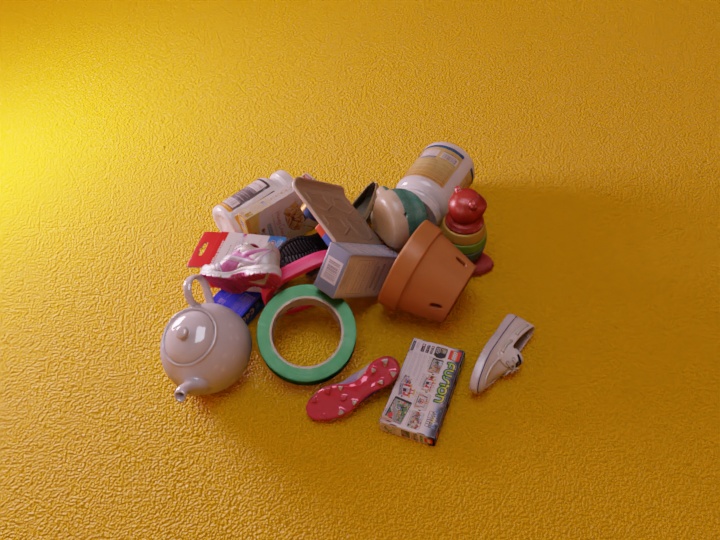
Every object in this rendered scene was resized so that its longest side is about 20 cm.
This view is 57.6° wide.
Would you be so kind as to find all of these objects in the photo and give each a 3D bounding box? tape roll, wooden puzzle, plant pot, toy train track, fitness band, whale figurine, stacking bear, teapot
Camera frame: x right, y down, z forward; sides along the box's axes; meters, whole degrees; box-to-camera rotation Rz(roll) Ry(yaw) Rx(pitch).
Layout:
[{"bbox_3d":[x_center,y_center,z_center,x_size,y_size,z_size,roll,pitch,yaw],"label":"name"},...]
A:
[{"bbox_3d":[-0.108,0.130,1.322,0.200,0.048,0.201,1,70,-3],"label":"tape roll"},{"bbox_3d":[-0.053,-0.109,1.439,0.046,0.185,0.200,-44,66,26],"label":"wooden puzzle"},{"bbox_3d":[0.145,0.017,1.356,0.140,0.200,0.200,32,58,10],"label":"plant pot"},{"bbox_3d":[-0.047,-0.025,1.496,0.115,0.033,0.200,18,40,38],"label":"toy train track"},{"bbox_3d":[-0.114,0.024,1.392,0.200,0.144,0.037,-26,57,-2],"label":"fitness band"},{"bbox_3d":[0.083,-0.116,1.470,0.104,0.200,0.159,-17,90,-14],"label":"whale figurine"},{"bbox_3d":[0.226,-0.092,1.415,0.114,0.200,0.122,-18,49,-12],"label":"stacking bear"},{"bbox_3d":[-0.320,0.139,1.296,0.200,0.146,0.197,37,80,29],"label":"teapot"}]

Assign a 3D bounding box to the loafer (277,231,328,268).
[{"bbox_3d":[-0.116,-0.039,1.439,0.200,0.071,0.073,-22,82,-43],"label":"loafer"}]

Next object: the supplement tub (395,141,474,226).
[{"bbox_3d":[0.170,-0.195,1.553,0.144,0.145,0.200,21,54,24],"label":"supplement tub"}]

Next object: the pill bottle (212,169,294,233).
[{"bbox_3d":[-0.249,-0.155,1.593,0.200,0.116,0.116,-37,54,-24],"label":"pill bottle"}]

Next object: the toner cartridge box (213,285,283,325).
[{"bbox_3d":[-0.256,0.055,1.458,0.095,0.043,0.200,25,57,25],"label":"toner cartridge box"}]

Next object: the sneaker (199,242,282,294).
[{"bbox_3d":[-0.240,-0.009,1.346,0.200,0.081,0.088,-4,60,25],"label":"sneaker"}]

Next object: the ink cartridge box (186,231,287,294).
[{"bbox_3d":[-0.267,-0.020,1.451,0.200,0.067,0.116,6,49,13],"label":"ink cartridge box"}]

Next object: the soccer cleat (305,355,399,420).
[{"bbox_3d":[-0.012,0.230,1.268,0.200,0.076,0.067,-32,81,0],"label":"soccer cleat"}]

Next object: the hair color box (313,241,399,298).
[{"bbox_3d":[0.000,0.000,1.364,0.061,0.099,0.200,32,17,31],"label":"hair color box"}]

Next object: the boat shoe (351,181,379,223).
[{"bbox_3d":[-0.007,-0.136,1.564,0.073,0.063,0.201,14,45,32],"label":"boat shoe"}]

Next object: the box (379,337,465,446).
[{"bbox_3d":[0.122,0.229,1.261,0.110,0.035,0.200,14,52,19],"label":"box"}]

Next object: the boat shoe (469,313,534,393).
[{"bbox_3d":[0.281,0.168,1.275,0.070,0.071,0.200,22,48,27],"label":"boat shoe"}]

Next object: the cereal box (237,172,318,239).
[{"bbox_3d":[-0.182,-0.124,1.539,0.200,0.144,0.040,-34,53,-20],"label":"cereal box"}]
